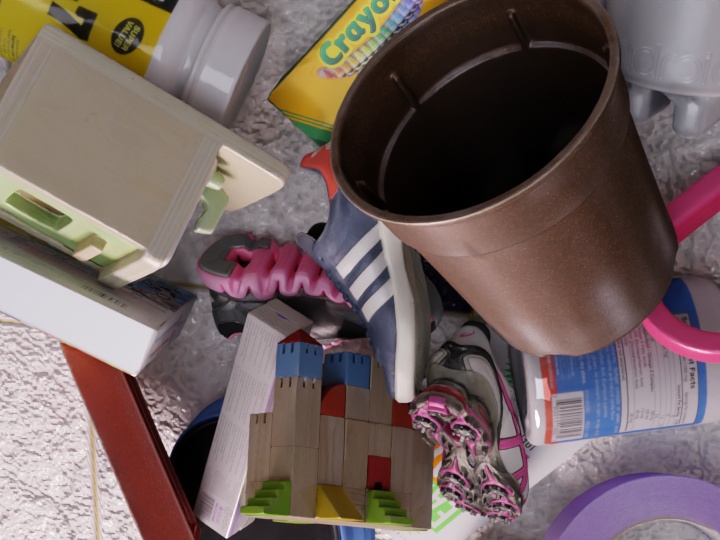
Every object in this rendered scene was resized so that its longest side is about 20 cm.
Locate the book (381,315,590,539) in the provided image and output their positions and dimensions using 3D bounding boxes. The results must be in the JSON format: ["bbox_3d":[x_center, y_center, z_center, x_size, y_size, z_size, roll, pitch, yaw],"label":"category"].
[{"bbox_3d":[0.082,0.140,1.207,0.134,0.048,0.200,43,111,-10],"label":"book"}]

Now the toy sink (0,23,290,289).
[{"bbox_3d":[-0.173,-0.062,1.038,0.200,0.130,0.112,30,72,-19],"label":"toy sink"}]

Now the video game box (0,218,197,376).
[{"bbox_3d":[-0.236,0.006,1.133,0.200,0.182,0.047,26,99,0],"label":"video game box"}]

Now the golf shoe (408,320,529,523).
[{"bbox_3d":[0.097,0.122,1.122,0.072,0.092,0.200,12,147,23],"label":"golf shoe"}]

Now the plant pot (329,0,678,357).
[{"bbox_3d":[0.114,-0.056,0.993,0.200,0.201,0.198,-21,136,19],"label":"plant pot"}]

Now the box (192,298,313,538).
[{"bbox_3d":[-0.086,0.118,1.152,0.041,0.039,0.200,29,120,23],"label":"box"}]

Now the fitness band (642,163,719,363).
[{"bbox_3d":[0.284,-0.015,1.033,0.200,0.144,0.037,-36,146,-4],"label":"fitness band"}]

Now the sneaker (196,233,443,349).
[{"bbox_3d":[-0.032,0.032,1.171,0.199,0.079,0.096,10,124,14],"label":"sneaker"}]

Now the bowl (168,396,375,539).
[{"bbox_3d":[-0.081,0.201,1.225,0.200,0.039,0.201,11,111,31],"label":"bowl"}]

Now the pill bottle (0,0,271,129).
[{"bbox_3d":[-0.175,-0.179,1.078,0.200,0.114,0.114,23,116,0],"label":"pill bottle"}]

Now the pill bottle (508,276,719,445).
[{"bbox_3d":[0.216,0.064,1.097,0.199,0.112,0.113,-7,112,-2],"label":"pill bottle"}]

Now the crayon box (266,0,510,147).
[{"bbox_3d":[0.042,-0.161,1.072,0.119,0.058,0.200,42,115,-8],"label":"crayon box"}]

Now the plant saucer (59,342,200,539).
[{"bbox_3d":[-0.174,0.147,1.163,0.037,0.200,0.200,-24,87,-7],"label":"plant saucer"}]

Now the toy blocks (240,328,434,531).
[{"bbox_3d":[-0.011,0.123,1.115,0.100,0.200,0.137,-10,72,44],"label":"toy blocks"}]

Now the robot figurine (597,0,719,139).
[{"bbox_3d":[0.226,-0.193,0.990,0.169,0.113,0.200,15,116,23],"label":"robot figurine"}]

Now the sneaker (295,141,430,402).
[{"bbox_3d":[0.000,0.000,1.076,0.084,0.075,0.201,-6,97,12],"label":"sneaker"}]

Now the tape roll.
[{"bbox_3d":[0.237,0.261,1.161,0.200,0.066,0.201,0,85,-2],"label":"tape roll"}]
